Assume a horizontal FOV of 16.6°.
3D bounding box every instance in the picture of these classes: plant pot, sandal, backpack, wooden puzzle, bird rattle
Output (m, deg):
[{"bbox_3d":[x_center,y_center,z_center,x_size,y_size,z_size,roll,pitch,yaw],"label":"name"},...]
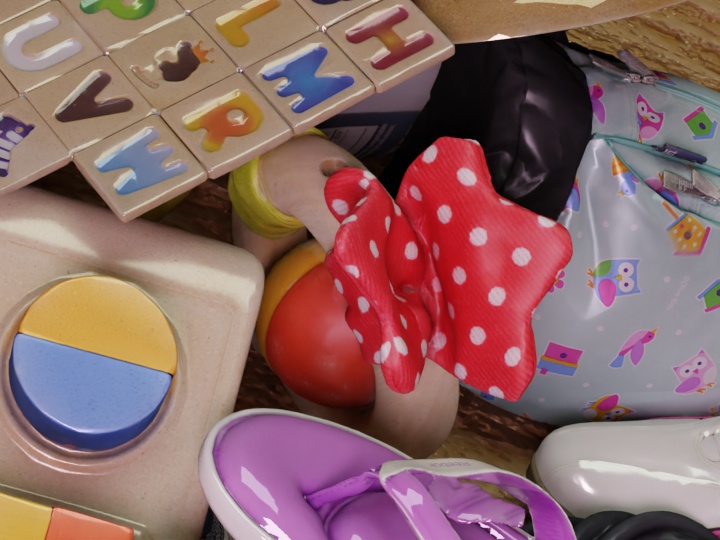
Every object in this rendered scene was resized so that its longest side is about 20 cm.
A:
[{"bbox_3d":[0.053,-0.122,0.947,0.198,0.028,0.200,-8,16,2],"label":"plant pot"},{"bbox_3d":[0.044,0.091,0.787,0.202,0.050,0.083,29,30,-9],"label":"sandal"},{"bbox_3d":[0.109,-0.005,0.997,0.199,0.167,0.127,17,40,-24],"label":"backpack"},{"bbox_3d":[-0.136,0.054,0.775,0.184,0.046,0.201,16,67,-7],"label":"wooden puzzle"},{"bbox_3d":[0.000,0.000,0.900,0.112,0.164,0.200,-33,48,-27],"label":"bird rattle"}]

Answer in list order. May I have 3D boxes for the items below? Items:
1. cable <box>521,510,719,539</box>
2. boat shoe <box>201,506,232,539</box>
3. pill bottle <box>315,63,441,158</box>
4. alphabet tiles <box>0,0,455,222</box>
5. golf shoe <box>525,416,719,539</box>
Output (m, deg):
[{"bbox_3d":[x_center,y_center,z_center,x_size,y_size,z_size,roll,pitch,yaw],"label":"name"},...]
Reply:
[{"bbox_3d":[0.105,0.165,0.836,0.162,0.051,0.201,17,36,-21],"label":"cable"},{"bbox_3d":[-0.122,0.033,0.849,0.199,0.093,0.075,30,34,14],"label":"boat shoe"},{"bbox_3d":[-0.026,-0.108,1.083,0.199,0.120,0.120,-4,40,-34],"label":"pill bottle"},{"bbox_3d":[-0.068,-0.098,0.857,0.199,0.006,0.167,-28,55,-20],"label":"alphabet tiles"},{"bbox_3d":[0.162,0.076,0.949,0.198,0.093,0.073,8,35,-17],"label":"golf shoe"}]
